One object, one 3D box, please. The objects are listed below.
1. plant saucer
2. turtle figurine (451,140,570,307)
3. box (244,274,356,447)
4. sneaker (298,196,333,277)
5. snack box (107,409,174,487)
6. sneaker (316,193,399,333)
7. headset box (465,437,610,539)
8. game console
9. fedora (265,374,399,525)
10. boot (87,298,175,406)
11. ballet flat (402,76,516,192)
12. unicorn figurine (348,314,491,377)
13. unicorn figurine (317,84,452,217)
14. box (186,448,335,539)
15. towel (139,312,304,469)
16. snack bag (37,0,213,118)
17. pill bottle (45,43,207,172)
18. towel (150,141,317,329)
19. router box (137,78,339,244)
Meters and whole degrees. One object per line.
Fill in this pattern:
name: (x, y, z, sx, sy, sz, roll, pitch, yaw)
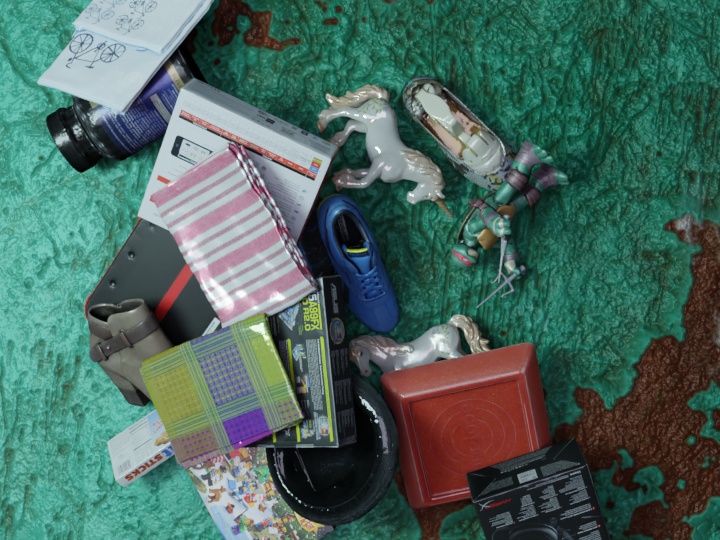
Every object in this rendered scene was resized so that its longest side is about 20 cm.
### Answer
plant saucer: (0.141, 0.206, 1.412, 0.198, 0.037, 0.202, -12, 110, 3)
turtle figurine: (0.176, -0.057, 1.400, 0.100, 0.150, 0.201, 35, 90, 19)
box: (-0.089, 0.113, 1.358, 0.159, 0.044, 0.203, -6, 89, 32)
sneaker: (-0.090, -0.078, 1.455, 0.075, 0.078, 0.202, -32, 102, -37)
snack box: (-0.240, 0.200, 1.463, 0.199, 0.072, 0.024, -34, 131, 4)
sneaker: (0.000, 0.000, 1.415, 0.065, 0.078, 0.202, -24, 110, -5)
headset box: (0.233, 0.332, 1.397, 0.147, 0.077, 0.202, -19, 109, 5)
game console: (-0.253, 0.036, 1.461, 0.176, 0.031, 0.201, 37, 110, -1)
fedora: (-0.021, 0.218, 1.401, 0.199, 0.091, 0.203, 1, 93, 33)
boot: (-0.258, 0.106, 1.419, 0.198, 0.070, 0.148, -3, 118, 23)
ballet flat: (0.129, -0.173, 1.433, 0.200, 0.072, 0.072, 43, 93, 3)
unicorn figurine: (0.071, 0.122, 1.443, 0.199, 0.074, 0.138, -28, 87, -12)
unicorn figurine: (0.026, -0.148, 1.431, 0.136, 0.074, 0.202, -16, 87, 3)
box: (-0.138, 0.282, 1.468, 0.136, 0.038, 0.201, -30, 88, 4)
towel: (-0.170, 0.147, 1.352, 0.199, 0.023, 0.145, -24, 88, 24)
snack bag: (-0.305, -0.293, 1.419, 0.187, 0.021, 0.201, 22, 69, 35)
pill bottle: (-0.299, -0.212, 1.447, 0.199, 0.112, 0.113, -30, 88, 3)
towel: (-0.153, -0.034, 1.322, 0.146, 0.030, 0.201, -28, 91, 29)
router box: (-0.151, -0.109, 1.366, 0.198, 0.049, 0.181, 25, 116, -1)
